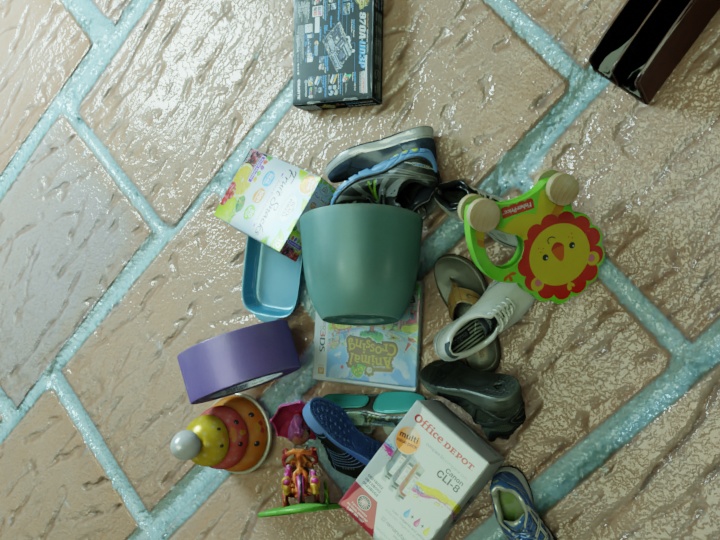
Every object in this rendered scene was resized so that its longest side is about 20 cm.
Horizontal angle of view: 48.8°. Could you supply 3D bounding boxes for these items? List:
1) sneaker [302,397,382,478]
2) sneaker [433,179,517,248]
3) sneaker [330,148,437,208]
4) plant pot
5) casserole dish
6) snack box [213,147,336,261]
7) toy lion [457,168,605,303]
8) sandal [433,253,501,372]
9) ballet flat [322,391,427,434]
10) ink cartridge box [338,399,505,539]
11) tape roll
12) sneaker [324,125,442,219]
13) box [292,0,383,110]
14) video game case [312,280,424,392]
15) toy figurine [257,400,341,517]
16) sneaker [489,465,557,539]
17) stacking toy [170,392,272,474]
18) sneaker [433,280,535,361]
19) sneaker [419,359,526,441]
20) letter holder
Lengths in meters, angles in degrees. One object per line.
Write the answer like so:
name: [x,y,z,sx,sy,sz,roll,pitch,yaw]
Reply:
sneaker: [-0.034,0.287,1.301,0.078,0.071,0.200,-32,116,31]
sneaker: [0.199,-0.084,1.220,0.199,0.115,0.077,22,98,23]
sneaker: [0.034,-0.120,1.242,0.198,0.071,0.084,-24,78,28]
plant pot: [0.000,0.000,1.251,0.198,0.200,0.163,-4,77,25]
casserole dish: [-0.151,-0.008,1.425,0.120,0.039,0.203,8,93,25]
snack box: [-0.152,-0.118,1.374,0.199,0.053,0.143,28,88,40]
toy lion: [0.259,-0.039,1.172,0.198,0.069,0.194,-17,104,-7]
sandal: [0.168,0.069,1.265,0.081,0.054,0.203,-17,82,24]
ballet flat: [0.027,0.242,1.330,0.198,0.074,0.075,-2,88,27]
ink cartridge box: [0.097,0.316,1.201,0.145,0.144,0.201,38,94,21]
tape roll: [-0.207,0.157,1.359,0.198,0.199,0.086,-24,80,22]
sneaker: [0.040,-0.140,1.317,0.200,0.077,0.148,-16,80,23]
box: [-0.040,-0.386,1.376,0.157,0.046,0.203,0,89,25]
video game case: [0.011,0.105,1.356,0.197,0.022,0.185,3,90,25]
toy figurine: [-0.106,0.311,1.332,0.148,0.200,0.187,-5,74,-4]
sneaker: [0.248,0.403,1.209,0.075,0.077,0.202,-33,76,20]
stacking toy: [-0.258,0.297,1.380,0.144,0.199,0.148,0,89,25]
sneaker: [0.202,0.073,1.205,0.199,0.071,0.073,-40,101,-9]
sneaker: [0.177,0.206,1.245,0.198,0.076,0.115,10,131,46]
letter holder: [0.417,-0.356,1.109,0.100,0.142,0.201,40,105,20]
